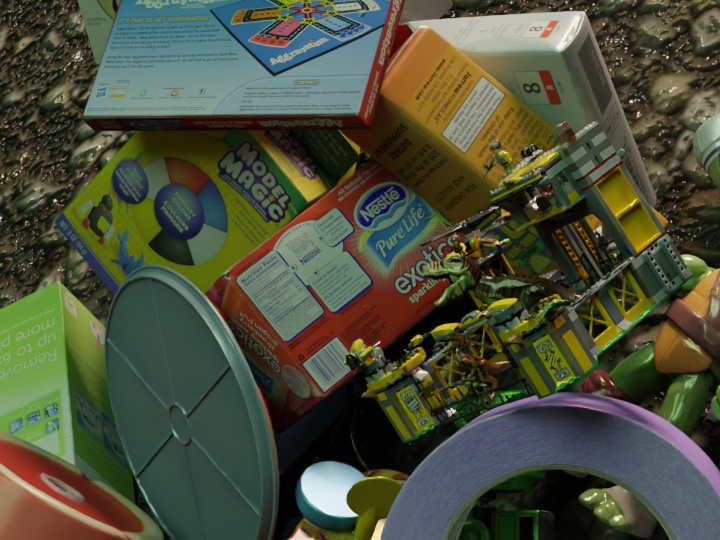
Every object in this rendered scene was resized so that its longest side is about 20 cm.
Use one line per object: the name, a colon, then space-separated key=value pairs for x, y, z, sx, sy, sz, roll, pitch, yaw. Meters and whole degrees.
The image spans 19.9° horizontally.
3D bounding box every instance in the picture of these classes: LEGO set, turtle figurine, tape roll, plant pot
LEGO set: x=0.070 y=0.001 z=1.104 sx=0.154 sy=0.116 sz=0.200 roll=-35 pitch=5 yaw=-26
turtle figurine: x=0.165 y=0.043 z=1.172 sx=0.144 sy=0.200 sz=0.194 roll=35 pitch=102 yaw=13
tape roll: x=0.110 y=0.168 z=1.101 sx=0.199 sy=0.066 sz=0.201 roll=1 pitch=93 yaw=11
plant pot: x=-0.222 y=0.204 z=1.242 sx=0.200 sy=0.200 sz=0.178 roll=30 pitch=91 yaw=44

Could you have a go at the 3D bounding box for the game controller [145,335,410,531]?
game controller: x=-0.051 y=0.104 z=1.353 sx=0.200 sy=0.042 sz=0.104 roll=-46 pitch=45 yaw=-7

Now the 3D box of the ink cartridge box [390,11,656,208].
ink cartridge box: x=0.077 y=-0.090 z=1.338 sx=0.200 sy=0.162 sz=0.050 roll=-2 pitch=42 yaw=31

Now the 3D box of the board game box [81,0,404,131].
board game box: x=-0.073 y=-0.134 z=1.262 sx=0.200 sy=0.019 sz=0.103 roll=2 pitch=65 yaw=29

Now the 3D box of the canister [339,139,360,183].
canister: x=-0.076 y=-0.061 z=1.470 sx=0.148 sy=0.087 sz=0.200 roll=-4 pitch=55 yaw=28

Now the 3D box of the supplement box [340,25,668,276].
supplement box: x=0.089 y=-0.058 z=1.264 sx=0.069 sy=0.200 sz=0.067 roll=-57 pitch=7 yaw=-28

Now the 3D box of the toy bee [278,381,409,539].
toy bee: x=0.009 y=0.153 z=1.227 sx=0.108 sy=0.131 sz=0.200 roll=22 pitch=62 yaw=6

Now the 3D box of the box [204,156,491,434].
box: x=0.000 y=0.000 z=1.299 sx=0.200 sy=0.100 sz=0.095 roll=-39 pitch=-2 yaw=-28

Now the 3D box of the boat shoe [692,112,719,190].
boat shoe: x=0.307 y=-0.104 z=1.285 sx=0.200 sy=0.072 sz=0.062 roll=-31 pitch=69 yaw=13

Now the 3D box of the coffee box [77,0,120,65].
coffee box: x=-0.088 y=-0.202 z=1.341 sx=0.200 sy=0.113 sz=0.080 roll=2 pitch=29 yaw=29

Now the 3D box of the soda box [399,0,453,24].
soda box: x=-0.032 y=-0.151 z=1.411 sx=0.200 sy=0.068 sz=0.063 roll=-45 pitch=53 yaw=-12

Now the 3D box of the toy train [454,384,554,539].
toy train: x=0.084 y=0.164 z=1.175 sx=0.056 sy=0.042 sz=0.201 roll=-4 pitch=79 yaw=22

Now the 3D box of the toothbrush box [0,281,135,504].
toothbrush box: x=-0.242 y=0.129 z=1.424 sx=0.145 sy=0.086 sz=0.200 roll=-25 pitch=47 yaw=14

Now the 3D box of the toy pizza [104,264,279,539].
toy pizza: x=-0.100 y=0.091 z=1.272 sx=0.032 sy=0.201 sz=0.200 roll=-17 pitch=35 yaw=-31

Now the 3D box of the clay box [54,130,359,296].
clay box: x=-0.102 y=-0.052 z=1.339 sx=0.200 sy=0.115 sz=0.048 roll=-43 pitch=-5 yaw=35
